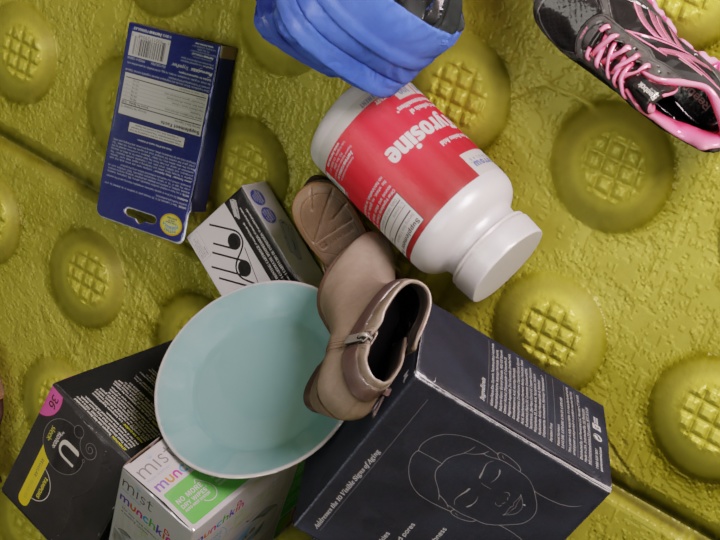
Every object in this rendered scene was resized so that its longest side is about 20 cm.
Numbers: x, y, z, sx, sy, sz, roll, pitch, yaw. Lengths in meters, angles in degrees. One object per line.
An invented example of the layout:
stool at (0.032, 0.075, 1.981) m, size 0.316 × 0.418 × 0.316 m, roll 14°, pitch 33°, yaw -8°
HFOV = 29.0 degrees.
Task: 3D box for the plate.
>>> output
plate at (-0.089, 0.099, 1.247) m, size 0.199 × 0.026 × 0.201 m, roll -10°, pitch 55°, yaw 14°

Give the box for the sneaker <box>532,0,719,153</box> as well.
sneaker at (0.217, -0.159, 1.080) m, size 0.199 × 0.095 × 0.079 m, roll 34°, pitch 121°, yaw 1°

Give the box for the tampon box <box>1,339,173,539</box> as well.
tampon box at (-0.228, 0.180, 1.395) m, size 0.126 × 0.200 × 0.150 m, roll 40°, pitch 118°, yaw 19°

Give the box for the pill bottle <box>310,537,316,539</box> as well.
pill bottle at (-0.026, 0.312, 1.339) m, size 0.200 × 0.110 × 0.111 m, roll -42°, pitch 77°, yaw 31°

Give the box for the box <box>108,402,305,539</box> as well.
box at (-0.135, 0.208, 1.315) m, size 0.097 × 0.200 × 0.177 m, roll 38°, pitch 137°, yaw 18°

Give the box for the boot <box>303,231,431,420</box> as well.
boot at (0.014, 0.035, 1.150) m, size 0.070 × 0.201 × 0.146 m, roll 25°, pitch 153°, yaw -17°

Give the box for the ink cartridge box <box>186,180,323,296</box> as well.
ink cartridge box at (-0.082, 0.023, 1.362) m, size 0.094 × 0.044 × 0.201 m, roll -39°, pitch 79°, yaw 34°

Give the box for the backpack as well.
backpack at (-0.004, -0.239, 1.157) m, size 0.168 × 0.162 × 0.201 m, roll -43°, pitch 43°, yaw 32°

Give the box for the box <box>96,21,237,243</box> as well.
box at (-0.197, -0.138, 1.399) m, size 0.120 × 0.032 × 0.202 m, roll 18°, pitch 101°, yaw 28°

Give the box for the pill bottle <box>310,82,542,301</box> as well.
pill bottle at (0.059, -0.072, 1.214) m, size 0.200 × 0.112 × 0.113 m, roll 45°, pitch 120°, yaw 16°

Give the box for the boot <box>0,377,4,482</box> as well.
boot at (-0.504, 0.164, 1.642) m, size 0.199 × 0.072 × 0.168 m, roll 7°, pitch 101°, yaw 27°

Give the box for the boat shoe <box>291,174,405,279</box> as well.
boat shoe at (0.000, 0.000, 1.297) m, size 0.072 × 0.072 × 0.201 m, roll -29°, pitch 104°, yaw 8°

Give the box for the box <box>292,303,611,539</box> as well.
box at (0.078, 0.169, 1.200) m, size 0.196 × 0.124 × 0.200 m, roll 30°, pitch 119°, yaw -13°
